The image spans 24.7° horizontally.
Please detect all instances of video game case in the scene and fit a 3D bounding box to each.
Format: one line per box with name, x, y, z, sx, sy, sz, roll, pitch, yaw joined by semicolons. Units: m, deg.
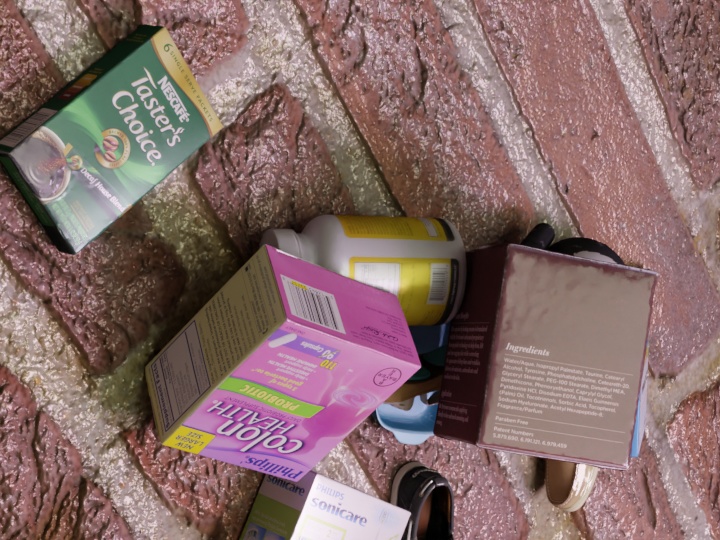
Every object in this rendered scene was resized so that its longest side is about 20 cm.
video game case;0.334;0.109;1.982;0.143;0.018;0.202;-35;127;-73

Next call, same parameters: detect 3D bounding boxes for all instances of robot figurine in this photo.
robot figurine;0.236;0.036;1.855;0.200;0.150;0.125;-37;152;-57

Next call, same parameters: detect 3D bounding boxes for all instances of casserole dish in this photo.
casserole dish;0.062;0.089;1.806;0.121;0.039;0.201;10;91;-38

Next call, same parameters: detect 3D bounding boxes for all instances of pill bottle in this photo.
pill bottle;0.000;0.000;1.681;0.199;0.112;0.113;1;98;-21

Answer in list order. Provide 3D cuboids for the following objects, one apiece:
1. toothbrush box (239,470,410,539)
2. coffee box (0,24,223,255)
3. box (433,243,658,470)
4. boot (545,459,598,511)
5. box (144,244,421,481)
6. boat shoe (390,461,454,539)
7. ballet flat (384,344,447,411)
toothbrush box;-0.055;0.317;1.725;0.145;0.086;0.201;29;79;-38
coffee box;-0.232;-0.125;1.534;0.200;0.044;0.123;-43;121;-24
box;0.183;0.087;1.664;0.163;0.166;0.202;10;87;-12
boot;0.210;0.175;1.916;0.154;0.072;0.202;12;84;-39
box;-0.077;0.095;1.595;0.175;0.097;0.200;22;126;-39
boat shoe;0.072;0.319;1.837;0.071;0.067;0.202;-8;104;-38
ballet flat;0.063;0.119;1.750;0.199;0.069;0.063;-8;116;-35
